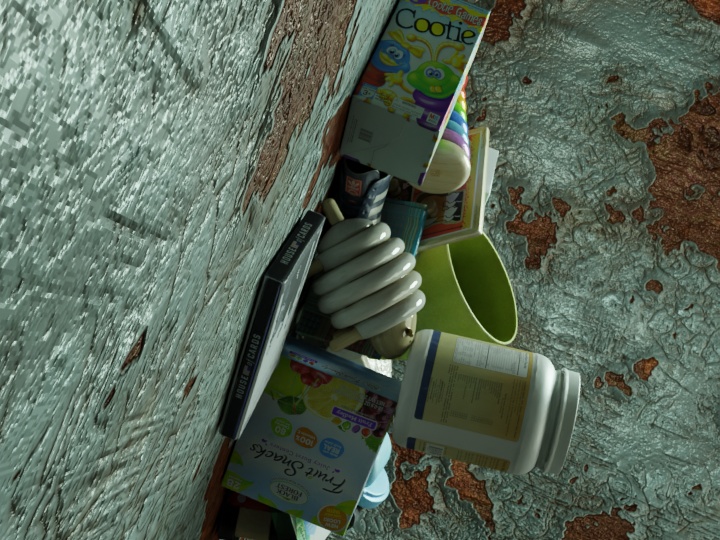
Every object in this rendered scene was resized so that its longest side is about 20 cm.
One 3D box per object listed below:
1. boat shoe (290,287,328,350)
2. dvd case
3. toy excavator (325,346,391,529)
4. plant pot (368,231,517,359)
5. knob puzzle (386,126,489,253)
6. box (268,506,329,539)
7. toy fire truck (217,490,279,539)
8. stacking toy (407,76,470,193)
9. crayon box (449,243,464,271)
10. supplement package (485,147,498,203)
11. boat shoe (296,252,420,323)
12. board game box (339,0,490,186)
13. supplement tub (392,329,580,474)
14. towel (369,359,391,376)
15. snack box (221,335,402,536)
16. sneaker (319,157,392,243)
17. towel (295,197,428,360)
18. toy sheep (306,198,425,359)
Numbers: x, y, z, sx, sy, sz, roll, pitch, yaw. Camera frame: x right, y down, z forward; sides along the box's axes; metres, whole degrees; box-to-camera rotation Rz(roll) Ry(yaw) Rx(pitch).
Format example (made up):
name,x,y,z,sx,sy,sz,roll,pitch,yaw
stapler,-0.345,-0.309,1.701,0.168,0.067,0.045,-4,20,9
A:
name,x,y,z,sx,sy,sz,roll,pitch,yaw
boat shoe,-0.056,0.081,1.402,0.057,0.067,0.201,148,-41,-65
dvd case,-0.090,0.055,1.041,0.150,0.025,0.200,-65,176,-60
toy excavator,-0.011,0.206,1.329,0.200,0.194,0.100,-45,177,23
plant pot,0.085,0.047,1.410,0.200,0.187,0.187,-24,-158,28
knob puzzle,0.066,-0.101,1.309,0.030,0.219,0.220,48,55,-42
box,-0.084,0.280,1.401,0.144,0.036,0.201,-40,116,-60
toy fire truck,-0.122,0.302,1.484,0.176,0.128,0.201,100,0,-75
stacking toy,0.105,-0.194,1.278,0.085,0.085,0.200,108,-4,-52
crayon box,0.075,-0.065,1.459,0.058,0.118,0.200,-91,165,-51
supplement package,0.088,-0.105,1.582,0.147,0.191,0.200,-68,178,-55
boat shoe,-0.007,0.005,1.357,0.201,0.072,0.061,-38,-140,14
board game box,0.063,-0.216,1.163,0.105,0.103,0.200,107,5,-58
supplement tub,0.148,0.158,1.199,0.144,0.199,0.145,13,90,-84
towel,-0.009,0.105,1.488,0.034,0.132,0.201,-8,-97,53
snack box,-0.060,0.202,1.245,0.068,0.168,0.200,-59,170,-69
sneaker,-0.006,-0.088,1.228,0.085,0.075,0.201,19,88,-78
towel,0.000,0.000,1.276,0.022,0.146,0.201,25,81,-49
toy sheep,0.002,0.010,1.173,0.138,0.200,0.138,-27,-174,3
